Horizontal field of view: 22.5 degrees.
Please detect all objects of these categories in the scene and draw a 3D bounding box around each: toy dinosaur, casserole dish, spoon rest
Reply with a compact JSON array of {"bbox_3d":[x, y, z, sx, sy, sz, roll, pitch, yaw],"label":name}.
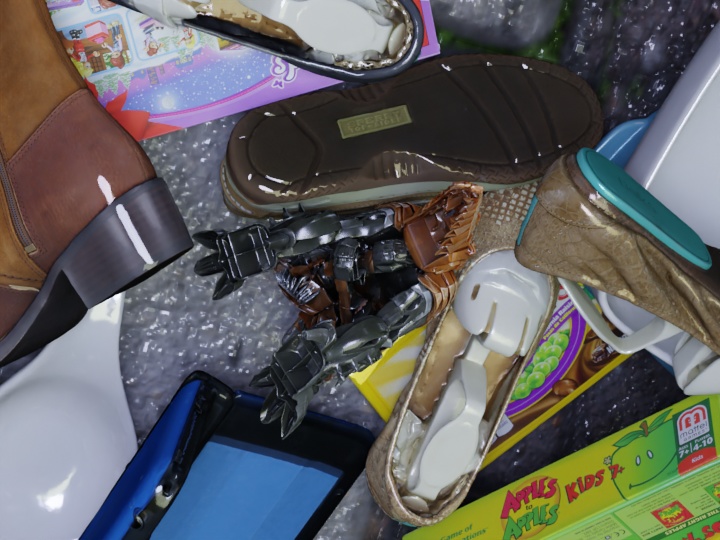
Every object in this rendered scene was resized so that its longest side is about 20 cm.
[{"bbox_3d":[0.000,0.000,0.886,0.135,0.102,0.201,-18,146,-32],"label":"toy dinosaur"},{"bbox_3d":[0.197,-0.001,0.983,0.121,0.039,0.200,-47,115,3],"label":"casserole dish"},{"bbox_3d":[-0.153,0.057,0.929,0.099,0.061,0.201,10,108,-18],"label":"spoon rest"}]

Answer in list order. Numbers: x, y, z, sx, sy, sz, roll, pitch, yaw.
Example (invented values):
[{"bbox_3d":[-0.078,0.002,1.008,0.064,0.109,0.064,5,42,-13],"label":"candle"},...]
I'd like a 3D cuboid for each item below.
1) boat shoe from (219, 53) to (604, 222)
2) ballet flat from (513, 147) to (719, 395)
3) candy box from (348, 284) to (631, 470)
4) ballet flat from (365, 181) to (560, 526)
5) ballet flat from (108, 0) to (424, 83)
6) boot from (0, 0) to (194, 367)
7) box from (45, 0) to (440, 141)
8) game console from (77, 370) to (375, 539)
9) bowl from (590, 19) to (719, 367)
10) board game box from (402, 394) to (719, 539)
[{"bbox_3d":[0.024,-0.063,0.925,0.198,0.076,0.072,-6,72,-15],"label":"boat shoe"},{"bbox_3d":[0.153,0.017,0.846,0.199,0.068,0.072,28,119,-23],"label":"ballet flat"},{"bbox_3d":[0.095,0.028,1.001,0.200,0.026,0.102,-38,113,1],"label":"candy box"},{"bbox_3d":[0.063,0.048,0.950,0.070,0.065,0.201,17,103,-14],"label":"ballet flat"},{"bbox_3d":[-0.056,-0.134,0.828,0.199,0.073,0.073,19,106,-21],"label":"ballet flat"},{"bbox_3d":[-0.191,-0.057,0.839,0.188,0.068,0.201,-31,89,39],"label":"boot"},{"bbox_3d":[-0.071,-0.146,0.879,0.199,0.039,0.138,-17,114,-8],"label":"box"},{"bbox_3d":[-0.092,0.165,0.934,0.118,0.171,0.201,31,110,-8],"label":"game console"},{"bbox_3d":[0.220,-0.035,0.917,0.199,0.075,0.201,27,100,-22],"label":"bowl"},{"bbox_3d":[0.129,0.144,0.946,0.199,0.048,0.102,-30,126,27],"label":"board game box"}]
